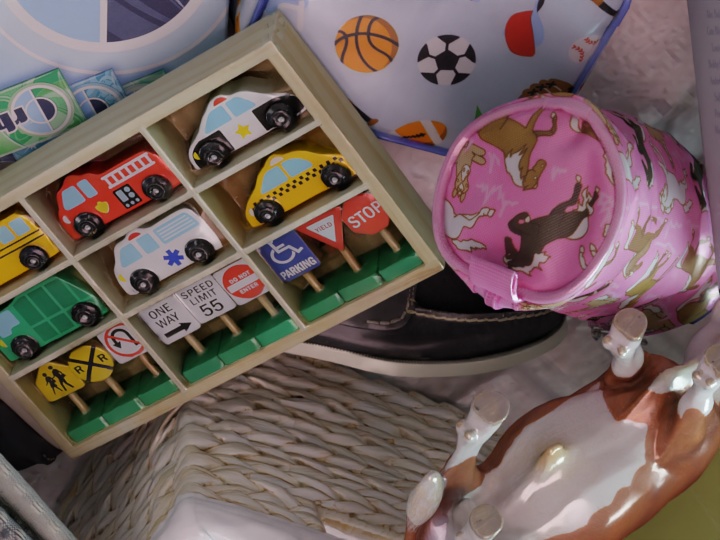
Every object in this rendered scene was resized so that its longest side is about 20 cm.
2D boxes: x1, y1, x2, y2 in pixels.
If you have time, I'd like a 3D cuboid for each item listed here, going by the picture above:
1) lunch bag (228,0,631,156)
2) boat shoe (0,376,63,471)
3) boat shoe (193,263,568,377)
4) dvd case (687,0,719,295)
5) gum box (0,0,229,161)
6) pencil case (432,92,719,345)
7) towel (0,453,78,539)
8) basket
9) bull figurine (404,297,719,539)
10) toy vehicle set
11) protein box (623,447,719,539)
[{"bbox_3d":[0.034,-0.145,0.926,0.159,0.076,0.201,15,123,-15],"label":"lunch bag"},{"bbox_3d":[-0.201,0.025,1.017,0.063,0.073,0.200,-32,126,14],"label":"boat shoe"},{"bbox_3d":[0.000,0.000,1.026,0.199,0.072,0.068,8,125,-10],"label":"boat shoe"},{"bbox_3d":[0.163,-0.083,0.896,0.017,0.143,0.201,-9,97,-15],"label":"dvd case"},{"bbox_3d":[-0.136,-0.137,0.926,0.169,0.045,0.201,0,125,-7],"label":"gum box"},{"bbox_3d":[0.096,-0.019,0.957,0.082,0.087,0.200,-17,168,19],"label":"pencil case"},{"bbox_3d":[-0.209,0.110,1.025,0.200,0.035,0.193,44,139,-2],"label":"towel"},{"bbox_3d":[-0.039,0.160,1.081,0.197,0.161,0.200,20,120,-20],"label":"basket"},{"bbox_3d":[0.099,0.071,0.957,0.200,0.065,0.122,-37,155,-14],"label":"bull figurine"},{"bbox_3d":[-0.079,-0.010,0.966,0.199,0.027,0.124,-28,118,23],"label":"toy vehicle set"},{"bbox_3d":[0.180,0.202,1.044,0.134,0.199,0.200,7,149,25],"label":"protein box"}]
